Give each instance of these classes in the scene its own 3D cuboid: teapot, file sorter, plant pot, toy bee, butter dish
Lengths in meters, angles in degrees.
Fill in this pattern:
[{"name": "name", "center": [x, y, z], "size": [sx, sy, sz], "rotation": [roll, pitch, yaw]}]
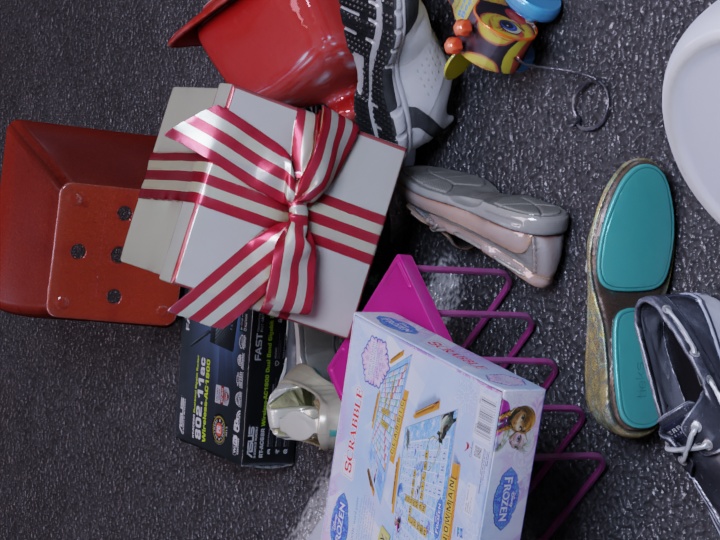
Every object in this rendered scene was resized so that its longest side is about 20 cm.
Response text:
[{"name": "teapot", "center": [0.294, -0.108, 1.138], "size": [0.199, 0.146, 0.199], "rotation": [33, 146, 35]}, {"name": "file sorter", "center": [0.085, 0.110, 1.457], "size": [0.139, 0.124, 0.201], "rotation": [-58, 44, 38]}, {"name": "plant pot", "center": [-0.265, -0.034, 1.915], "size": [0.176, 0.198, 0.202], "rotation": [-146, 63, -68]}, {"name": "toy bee", "center": [0.108, -0.200, 1.460], "size": [0.200, 0.108, 0.132], "rotation": [38, 119, 53]}, {"name": "butter dish", "center": [-0.031, -0.195, 1.611], "size": [0.199, 0.198, 0.149], "rotation": [-28, 81, 43]}]

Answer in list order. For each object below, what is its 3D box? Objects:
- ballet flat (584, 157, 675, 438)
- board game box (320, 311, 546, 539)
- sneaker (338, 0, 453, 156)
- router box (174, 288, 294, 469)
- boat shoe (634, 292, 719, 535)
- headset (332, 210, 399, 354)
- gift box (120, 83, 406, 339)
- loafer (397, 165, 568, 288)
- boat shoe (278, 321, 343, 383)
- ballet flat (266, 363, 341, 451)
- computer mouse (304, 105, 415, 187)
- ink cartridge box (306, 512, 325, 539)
[{"name": "ballet flat", "center": [0.190, 0.021, 1.360], "size": [0.070, 0.070, 0.203], "rotation": [-4, 84, 57]}, {"name": "board game box", "center": [0.047, 0.153, 1.360], "size": [0.199, 0.041, 0.202], "rotation": [27, 111, 55]}, {"name": "sneaker", "center": [0.034, -0.185, 1.525], "size": [0.074, 0.080, 0.202], "rotation": [39, 146, 38]}, {"name": "router box", "center": [-0.120, 0.083, 1.839], "size": [0.149, 0.062, 0.203], "rotation": [10, 97, 58]}, {"name": "boat shoe", "center": [0.235, 0.107, 1.274], "size": [0.072, 0.067, 0.202], "rotation": [-39, 56, 49]}, {"name": "headset", "center": [0.000, 0.000, 1.627], "size": [0.123, 0.093, 0.203], "rotation": [-177, 90, -65]}, {"name": "gift box", "center": [-0.093, -0.047, 1.510], "size": [0.186, 0.198, 0.187], "rotation": [13, 91, 65]}, {"name": "loafer", "center": [0.091, -0.038, 1.515], "size": [0.199, 0.071, 0.064], "rotation": [24, 115, 53]}, {"name": "boat shoe", "center": [-0.047, 0.037, 1.721], "size": [0.062, 0.072, 0.203], "rotation": [14, 105, 53]}, {"name": "ballet flat", "center": [-0.046, 0.121, 1.595], "size": [0.200, 0.069, 0.070], "rotation": [-174, 87, -69]}, {"name": "computer mouse", "center": [0.002, -0.110, 1.680], "size": [0.199, 0.043, 0.111], "rotation": [20, 108, 59]}, {"name": "ink cartridge box", "center": [-0.024, 0.356, 1.691], "size": [0.197, 0.043, 0.201], "rotation": [-57, 46, 37]}]
